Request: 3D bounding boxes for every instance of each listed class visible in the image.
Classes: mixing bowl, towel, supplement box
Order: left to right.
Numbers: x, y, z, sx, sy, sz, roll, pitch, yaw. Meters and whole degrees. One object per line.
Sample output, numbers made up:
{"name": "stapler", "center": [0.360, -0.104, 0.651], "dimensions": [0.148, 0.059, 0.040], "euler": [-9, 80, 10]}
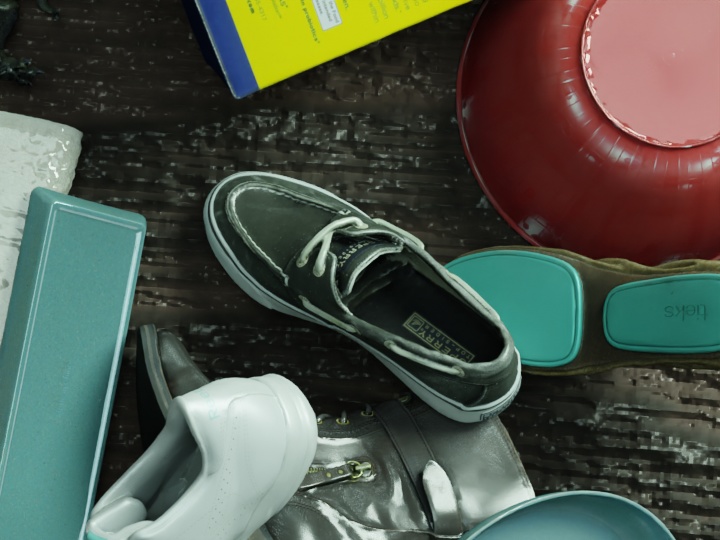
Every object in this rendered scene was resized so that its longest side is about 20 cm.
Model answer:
{"name": "towel", "center": [-0.256, -0.030, 1.022], "dimensions": [0.198, 0.034, 0.134], "euler": [12, 84, -2]}
{"name": "supplement box", "center": [-0.002, -0.184, 0.999], "dimensions": [0.198, 0.109, 0.110], "euler": [-23, 109, -6]}
{"name": "mixing bowl", "center": [0.154, -0.101, 1.013], "dimensions": [0.198, 0.108, 0.202], "euler": [0, 83, -3]}

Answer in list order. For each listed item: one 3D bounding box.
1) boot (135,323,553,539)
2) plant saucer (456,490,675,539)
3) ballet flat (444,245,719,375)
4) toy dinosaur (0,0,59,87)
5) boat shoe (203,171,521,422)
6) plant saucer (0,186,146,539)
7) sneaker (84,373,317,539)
{"name": "boot", "center": [-0.013, 0.089, 1.001], "dimensions": [0.173, 0.070, 0.201], "euler": [-19, 58, -22]}
{"name": "plant saucer", "center": [0.083, 0.200, 0.965], "dimensions": [0.199, 0.027, 0.202], "euler": [-12, 113, -29]}
{"name": "ballet flat", "center": [0.132, 0.022, 1.002], "dimensions": [0.199, 0.072, 0.069], "euler": [-2, 83, 37]}
{"name": "toy dinosaur", "center": [-0.213, -0.145, 1.033], "dimensions": [0.198, 0.048, 0.089], "euler": [-5, 69, -3]}
{"name": "boat shoe", "center": [0.000, 0.000, 0.994], "dimensions": [0.199, 0.064, 0.071], "euler": [32, 71, 19]}
{"name": "plant saucer", "center": [-0.157, 0.061, 1.007], "dimensions": [0.069, 0.019, 0.202], "euler": [15, 80, -33]}
{"name": "sneaker", "center": [-0.096, 0.136, 0.892], "dimensions": [0.075, 0.088, 0.202], "euler": [34, 109, 36]}
